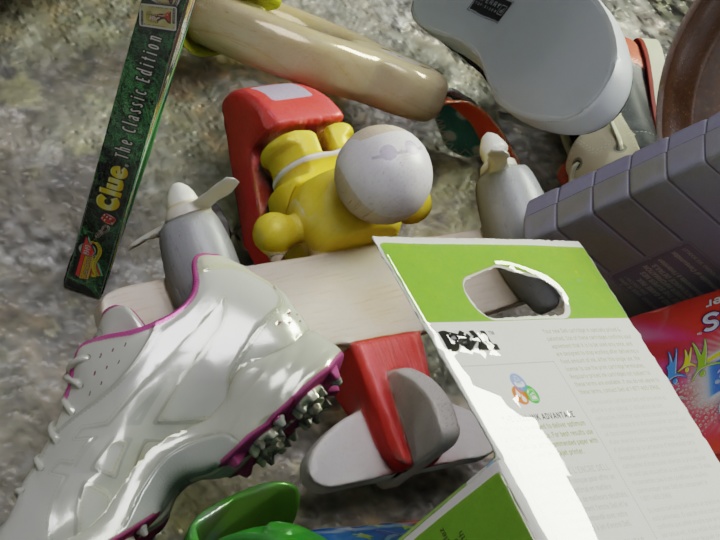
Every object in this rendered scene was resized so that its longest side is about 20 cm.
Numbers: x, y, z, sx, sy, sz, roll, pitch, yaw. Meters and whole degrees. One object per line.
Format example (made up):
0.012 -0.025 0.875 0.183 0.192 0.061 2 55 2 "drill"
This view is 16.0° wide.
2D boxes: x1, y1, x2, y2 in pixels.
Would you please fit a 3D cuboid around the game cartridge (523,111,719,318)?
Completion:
0.182 0.006 1.183 0.200 0.129 0.039 37 49 -34 "game cartridge"

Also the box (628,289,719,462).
0.199 0.065 1.137 0.199 0.096 0.100 -18 42 22 "box"

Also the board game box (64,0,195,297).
-0.096 -0.092 1.173 0.023 0.201 0.105 16 43 -5 "board game box"

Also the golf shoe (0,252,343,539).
-0.103 0.073 1.067 0.200 0.075 0.092 -37 82 -15 "golf shoe"

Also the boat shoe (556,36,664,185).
0.131 -0.051 1.317 0.062 0.071 0.201 5 44 -8 "boat shoe"

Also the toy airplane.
0.000 0.000 1.164 0.198 0.142 0.200 26 44 3 "toy airplane"

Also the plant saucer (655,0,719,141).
0.243 -0.072 1.245 0.199 0.201 0.034 25 2 3 "plant saucer"

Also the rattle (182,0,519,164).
0.007 -0.143 1.289 0.199 0.130 0.144 19 83 -1 "rattle"

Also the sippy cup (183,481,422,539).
0.012 0.159 1.034 0.130 0.139 0.179 -10 78 -42 "sippy cup"

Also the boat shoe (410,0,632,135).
0.092 -0.105 1.298 0.068 0.074 0.199 38 -2 -31 "boat shoe"

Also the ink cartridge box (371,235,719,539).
0.073 0.088 1.003 0.147 0.076 0.201 0 54 -50 "ink cartridge box"
